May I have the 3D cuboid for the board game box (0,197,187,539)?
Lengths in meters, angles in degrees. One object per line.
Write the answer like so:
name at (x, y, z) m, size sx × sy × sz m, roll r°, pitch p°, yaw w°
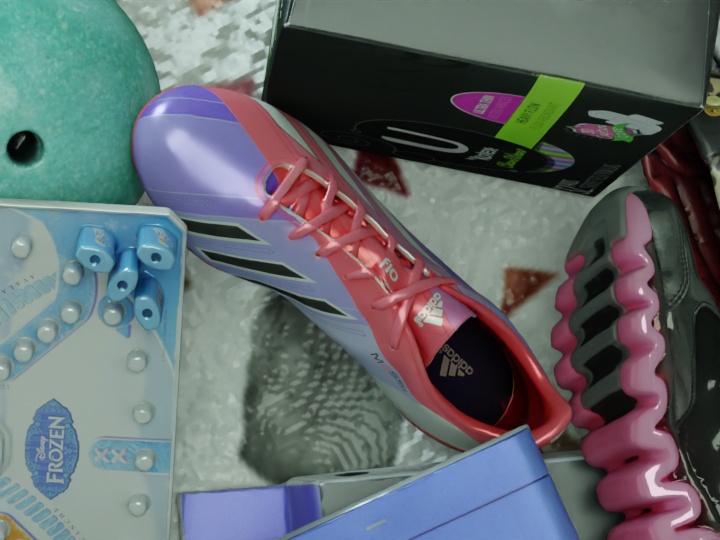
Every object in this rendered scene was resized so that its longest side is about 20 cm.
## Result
board game box at (-0.168, 0.068, 0.909) m, size 0.200 × 0.026 × 0.200 m, roll 3°, pitch 114°, yaw -5°

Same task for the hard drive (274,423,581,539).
hard drive at (0.044, 0.176, 0.910) m, size 0.132 × 0.025 × 0.200 m, roll -25°, pitch 90°, yaw 3°

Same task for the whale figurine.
whale figurine at (-0.154, -0.024, 0.924) m, size 0.159 × 0.104 × 0.200 m, roll 30°, pitch 92°, yaw -25°

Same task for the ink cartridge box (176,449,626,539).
ink cartridge box at (0.034, 0.174, 0.956) m, size 0.200 × 0.043 × 0.199 m, roll -5°, pitch 84°, yaw -4°

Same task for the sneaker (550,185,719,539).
sneaker at (0.135, 0.064, 0.930) m, size 0.095 × 0.079 × 0.200 m, roll -11°, pitch 87°, yaw -20°

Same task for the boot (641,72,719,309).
boot at (0.185, -0.082, 0.975) m, size 0.150 × 0.073 × 0.200 m, roll -13°, pitch 92°, yaw -16°

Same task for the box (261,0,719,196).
box at (0.046, -0.112, 0.909) m, size 0.148 × 0.200 × 0.125 m, roll 11°, pitch 83°, yaw -3°

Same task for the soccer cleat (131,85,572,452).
soccer cleat at (0.000, 0.000, 0.924) m, size 0.200 × 0.076 × 0.067 m, roll 44°, pitch 74°, yaw -23°
